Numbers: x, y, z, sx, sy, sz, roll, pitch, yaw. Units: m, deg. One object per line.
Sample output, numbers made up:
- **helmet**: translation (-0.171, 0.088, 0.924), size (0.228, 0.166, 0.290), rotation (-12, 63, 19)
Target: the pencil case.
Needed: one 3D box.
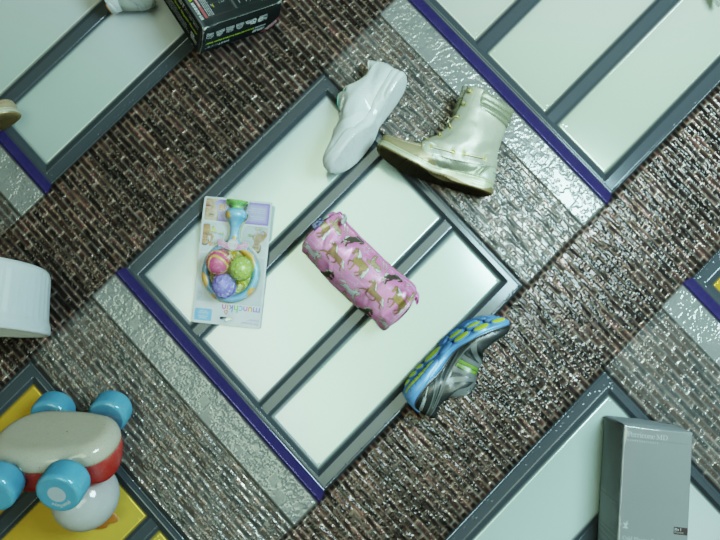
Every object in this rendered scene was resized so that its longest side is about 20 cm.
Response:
- **pencil case**: translation (0.000, 0.000, 0.887), size (0.200, 0.087, 0.083), rotation (45, 56, 3)

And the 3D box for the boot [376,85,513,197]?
- **boot**: translation (0.136, -0.220, 0.908), size (0.196, 0.072, 0.158), rotation (18, 86, -4)

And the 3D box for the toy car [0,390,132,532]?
- **toy car**: translation (-0.430, 0.315, 0.843), size (0.173, 0.185, 0.204), rotation (-1, 114, 0)

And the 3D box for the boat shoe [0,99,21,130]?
- **boat shoe**: translation (-0.648, -0.250, 0.912), size (0.196, 0.074, 0.071), rotation (-15, 91, 0)

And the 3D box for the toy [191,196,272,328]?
- **toy**: translation (-0.208, -0.015, 0.904), size (0.112, 0.047, 0.205), rotation (5, 85, 2)

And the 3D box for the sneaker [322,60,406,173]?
- **sneaker**: translation (-0.012, -0.249, 0.919), size (0.088, 0.075, 0.202), rotation (33, 80, 15)

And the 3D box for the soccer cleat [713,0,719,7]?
- **soccer cleat**: translation (0.666, -0.488, 0.932), size (0.196, 0.069, 0.079), rotation (-13, 90, 6)

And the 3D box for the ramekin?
- **ramekin**: translation (-0.555, 0.039, 0.831), size (0.196, 0.201, 0.100), rotation (2, 78, 0)

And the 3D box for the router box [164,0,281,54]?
- **router box**: translation (-0.241, -0.461, 0.905), size (0.149, 0.062, 0.202), rotation (-32, 85, -28)

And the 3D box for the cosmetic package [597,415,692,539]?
- **cosmetic package**: translation (0.424, 0.329, 0.856), size (0.104, 0.090, 0.205), rotation (3, 89, 3)

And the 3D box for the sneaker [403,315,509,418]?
- **sneaker**: translation (0.155, 0.146, 0.886), size (0.199, 0.071, 0.083), rotation (-44, 100, -2)

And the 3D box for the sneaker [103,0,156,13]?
- **sneaker**: translation (-0.371, -0.523, 0.940), size (0.090, 0.076, 0.205), rotation (1, 93, -8)
